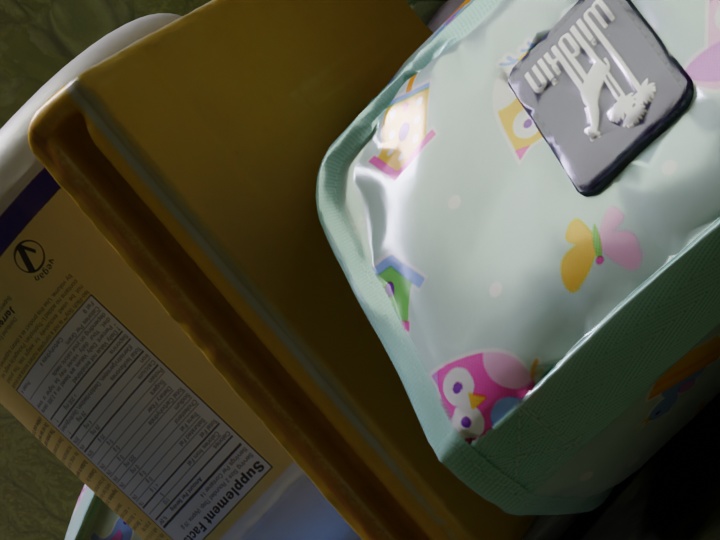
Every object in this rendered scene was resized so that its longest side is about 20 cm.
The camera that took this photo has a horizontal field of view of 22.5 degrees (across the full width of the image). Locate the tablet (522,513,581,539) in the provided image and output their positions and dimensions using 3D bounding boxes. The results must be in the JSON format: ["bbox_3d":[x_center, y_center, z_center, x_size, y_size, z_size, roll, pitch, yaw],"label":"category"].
[{"bbox_3d":[0.017,0.115,0.571,0.200,0.014,0.130,-47,-1,-11],"label":"tablet"}]

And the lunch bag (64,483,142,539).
[{"bbox_3d":[-0.084,0.118,0.953,0.170,0.122,0.201,90,-165,-88],"label":"lunch bag"}]

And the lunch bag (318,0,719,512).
[{"bbox_3d":[0.083,-0.042,0.468,0.170,0.122,0.200,-44,10,20],"label":"lunch bag"}]

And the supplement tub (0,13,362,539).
[{"bbox_3d":[-0.043,0.025,0.637,0.145,0.200,0.145,-47,-1,-2],"label":"supplement tub"}]

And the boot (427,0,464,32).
[{"bbox_3d":[0.139,-0.099,0.861,0.187,0.200,0.064,-55,35,37],"label":"boot"}]

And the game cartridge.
[{"bbox_3d":[0.007,-0.012,0.566,0.032,0.176,0.200,-39,3,29],"label":"game cartridge"}]

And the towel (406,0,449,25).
[{"bbox_3d":[0.086,-0.072,0.931,0.023,0.199,0.153,-99,29,-43],"label":"towel"}]
